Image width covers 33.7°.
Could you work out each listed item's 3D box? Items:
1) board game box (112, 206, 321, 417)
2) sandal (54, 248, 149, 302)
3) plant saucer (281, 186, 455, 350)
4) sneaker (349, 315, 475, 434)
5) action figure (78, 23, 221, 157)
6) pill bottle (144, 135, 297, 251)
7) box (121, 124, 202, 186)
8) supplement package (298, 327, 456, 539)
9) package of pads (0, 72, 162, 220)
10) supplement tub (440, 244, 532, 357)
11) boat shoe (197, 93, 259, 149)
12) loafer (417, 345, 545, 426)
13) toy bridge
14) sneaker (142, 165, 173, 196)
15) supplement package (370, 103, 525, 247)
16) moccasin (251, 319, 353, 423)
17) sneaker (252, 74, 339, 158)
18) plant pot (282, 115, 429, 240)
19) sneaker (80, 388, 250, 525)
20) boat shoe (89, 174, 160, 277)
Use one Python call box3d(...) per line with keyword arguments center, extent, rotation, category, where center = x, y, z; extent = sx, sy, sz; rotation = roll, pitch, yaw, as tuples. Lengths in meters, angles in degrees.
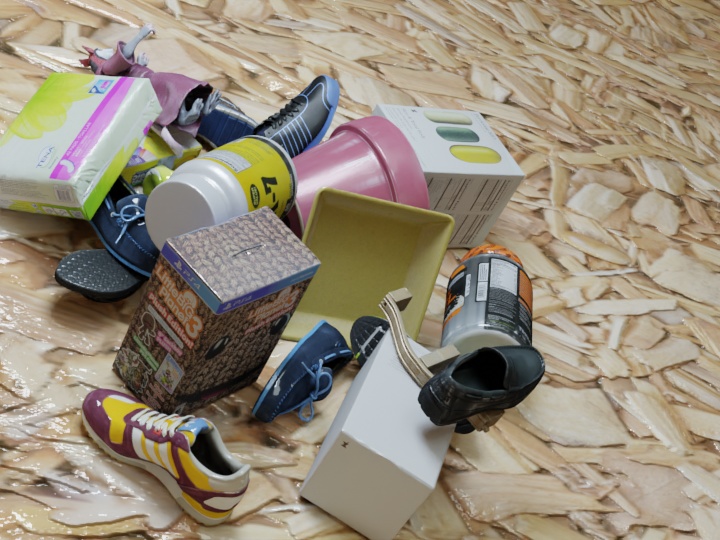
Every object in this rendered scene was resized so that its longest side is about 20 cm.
box3d(center=(-0.161, 0.049, 1.317), extent=(0.097, 0.201, 0.159), rotation=(44, 39, 19), category="board game box")
box3d(center=(-0.288, 0.009, 1.411), extent=(0.075, 0.048, 0.200), rotation=(35, 22, 16), category="sandal")
box3d(center=(0.000, 0.000, 1.520), extent=(0.198, 0.202, 0.048), rotation=(11, 15, -25), category="plant saucer")
box3d(center=(0.068, 0.130, 1.497), extent=(0.199, 0.074, 0.081), rotation=(40, 2, 1), category="sneaker")
box3d(center=(-0.296, -0.243, 1.606), extent=(0.198, 0.134, 0.150), rotation=(20, 77, 7), category="action figure")
box3d(center=(-0.163, -0.084, 1.403), extent=(0.114, 0.115, 0.200), rotation=(36, 29, 8), category="pill bottle")
box3d(center=(-0.321, -0.167, 1.588), extent=(0.117, 0.049, 0.199), rotation=(45, 36, 18), category="box")
box3d(center=(0.031, 0.188, 1.359), extent=(0.120, 0.120, 0.201), rotation=(32, 35, -2), category="supplement package")
box3d(center=(-0.355, -0.156, 1.443), extent=(0.153, 0.069, 0.201), rotation=(7, 50, 23), category="package of pads")
box3d(center=(0.173, 0.062, 1.608), extent=(0.121, 0.123, 0.201), rotation=(24, 36, -9), category="supplement tub")
box3d(center=(-0.195, -0.215, 1.713), extent=(0.199, 0.073, 0.073), rotation=(33, 25, -7), category="boat shoe")
box3d(center=(0.147, 0.118, 1.320), extent=(0.199, 0.071, 0.068), rotation=(-14, 59, -45), category="loafer")
box3d(center=(0.085, 0.107, 1.367), extent=(0.067, 0.027, 0.201), rotation=(-15, 59, -45), category="toy bridge")
box3d(center=(-0.190, -0.073, 1.546), extent=(0.200, 0.076, 0.104), rotation=(46, 38, 21), category="sneaker")
box3d(center=(0.104, -0.138, 1.768), extent=(0.198, 0.151, 0.153), rotation=(-1, 46, -37), category="supplement package")
box3d(center=(-0.059, 0.122, 1.409), extent=(0.068, 0.081, 0.200), rotation=(38, 37, 3), category="moccasin")
box3d(center=(-0.103, -0.194, 1.653), extent=(0.078, 0.202, 0.070), rotation=(32, -7, -38), category="sneaker")
box3d(center=(-0.032, -0.091, 1.600), extent=(0.177, 0.201, 0.201), rotation=(-18, 56, -28), category="plant pot")
box3d(center=(-0.199, 0.172, 1.238), extent=(0.199, 0.091, 0.075), rotation=(35, 36, 5), category="sneaker")
box3d(center=(-0.279, -0.064, 1.421), extent=(0.199, 0.069, 0.084), rotation=(39, 23, 28), category="boat shoe")
